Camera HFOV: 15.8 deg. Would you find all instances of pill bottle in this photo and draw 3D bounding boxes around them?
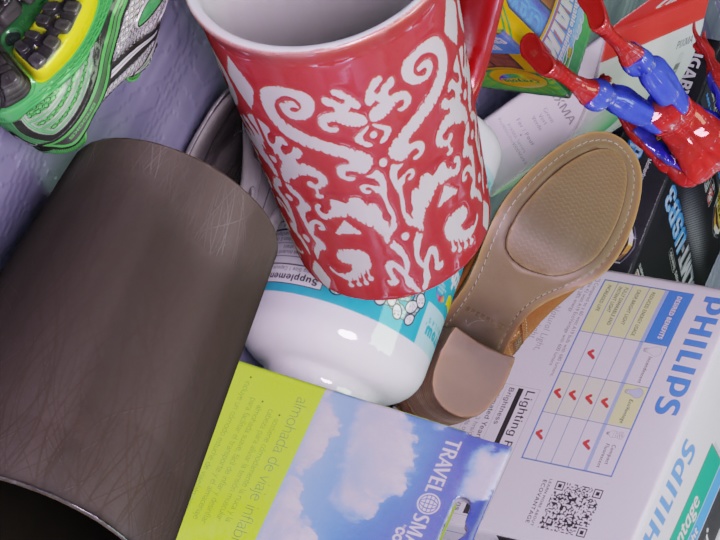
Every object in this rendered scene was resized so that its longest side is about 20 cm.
[{"bbox_3d":[0.000,0.000,1.463,0.111,0.111,0.200,40,65,-53],"label":"pill bottle"}]

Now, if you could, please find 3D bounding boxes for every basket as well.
[{"bbox_3d":[-0.127,0.048,1.234,0.136,0.180,0.200,40,59,-27],"label":"basket"}]

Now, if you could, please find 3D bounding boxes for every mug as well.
[{"bbox_3d":[0.018,-0.096,1.317,0.177,0.134,0.200,-23,138,-6],"label":"mug"}]

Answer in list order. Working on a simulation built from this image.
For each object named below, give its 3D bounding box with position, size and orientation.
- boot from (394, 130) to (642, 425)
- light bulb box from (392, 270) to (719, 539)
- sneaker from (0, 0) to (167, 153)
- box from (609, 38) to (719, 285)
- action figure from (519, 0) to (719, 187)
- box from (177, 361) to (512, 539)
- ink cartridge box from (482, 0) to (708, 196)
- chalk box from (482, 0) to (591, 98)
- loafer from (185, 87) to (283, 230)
[{"bbox_3d":[0.079,0.003,1.543,0.074,0.155,0.200,39,81,-9],"label":"boot"},{"bbox_3d":[0.133,0.110,1.612,0.199,0.200,0.125,-63,143,-24],"label":"light bulb box"},{"bbox_3d":[-0.126,-0.147,1.280,0.200,0.078,0.085,-56,148,-18],"label":"sneaker"},{"bbox_3d":[0.207,-0.030,1.791,0.200,0.050,0.199,69,40,-57],"label":"box"},{"bbox_3d":[0.161,-0.114,1.490,0.200,0.065,0.099,33,25,-45],"label":"action figure"},{"bbox_3d":[-0.034,0.120,1.351,0.048,0.200,0.122,84,26,-56],"label":"box"},{"bbox_3d":[0.174,-0.129,1.621,0.050,0.200,0.161,59,35,3],"label":"ink cartridge box"},{"bbox_3d":[0.066,-0.181,1.504,0.200,0.125,0.124,37,67,-53],"label":"chalk box"},{"bbox_3d":[-0.091,-0.009,1.368,0.070,0.070,0.200,54,46,-42],"label":"loafer"}]
